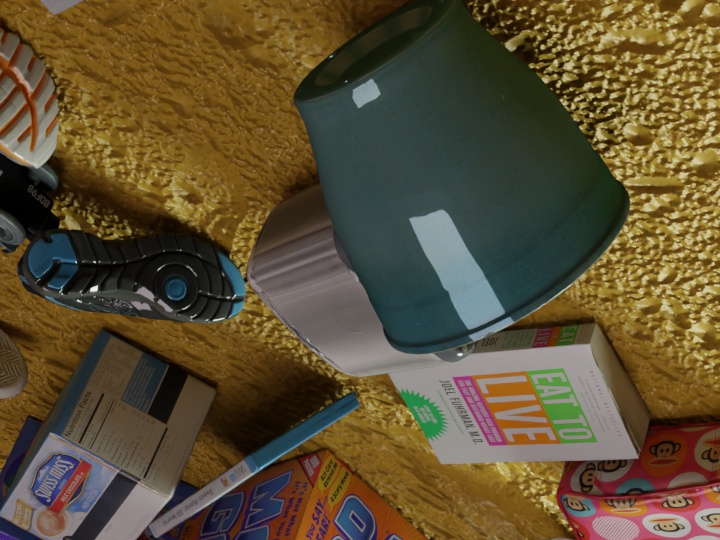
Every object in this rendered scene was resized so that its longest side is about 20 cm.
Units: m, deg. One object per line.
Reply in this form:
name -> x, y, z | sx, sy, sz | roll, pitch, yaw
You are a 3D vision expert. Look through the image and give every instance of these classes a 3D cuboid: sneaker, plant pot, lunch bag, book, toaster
sneaker -> -0.197, 0.004, 1.383 | 0.198, 0.074, 0.082 | 12, 166, -21
plant pot -> 0.054, -0.078, 1.109 | 0.199, 0.200, 0.189 | -20, 113, 38
sneaker -> -0.315, -0.160, 1.258 | 0.077, 0.079, 0.200 | -14, 123, 44
lunch bag -> 0.288, 0.217, 1.424 | 0.198, 0.082, 0.177 | -8, 134, 29
book -> 0.135, 0.107, 1.398 | 0.198, 0.048, 0.134 | -8, 130, 32
sneaker -> -0.415, 0.085, 1.583 | 0.198, 0.075, 0.085 | 24, 141, 11
toaster -> 0.000, 0.000, 1.273 | 0.128, 0.114, 0.200 | -19, 129, 41

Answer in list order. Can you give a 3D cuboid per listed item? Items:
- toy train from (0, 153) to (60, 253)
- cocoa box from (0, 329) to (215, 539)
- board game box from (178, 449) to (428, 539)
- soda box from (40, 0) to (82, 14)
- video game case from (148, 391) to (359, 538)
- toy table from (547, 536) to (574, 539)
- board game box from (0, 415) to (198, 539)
toy train -> -0.342, -0.090, 1.345 | 0.113, 0.086, 0.200 | -5, 139, 47
cocoa box -> -0.250, 0.179, 1.568 | 0.130, 0.134, 0.200 | 29, 140, -10
board game box -> -0.066, 0.337, 1.619 | 0.199, 0.201, 0.200 | -22, 125, 40
soda box -> -0.152, -0.247, 1.085 | 0.199, 0.069, 0.063 | -16, 130, 37
video game case -> -0.102, 0.185, 1.515 | 0.200, 0.143, 0.018 | -38, 83, 46
toy table -> 0.207, 0.356, 1.565 | 0.200, 0.184, 0.117 | 41, 120, -12
board game box -> -0.284, 0.253, 1.669 | 0.198, 0.135, 0.045 | 24, 141, -5
